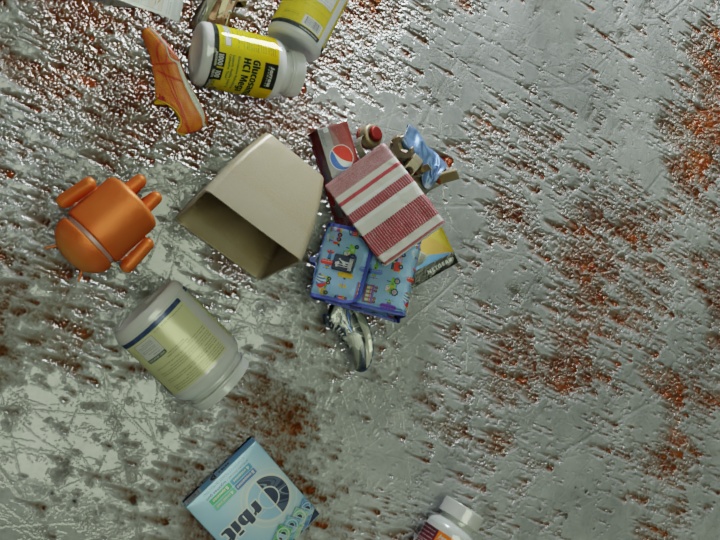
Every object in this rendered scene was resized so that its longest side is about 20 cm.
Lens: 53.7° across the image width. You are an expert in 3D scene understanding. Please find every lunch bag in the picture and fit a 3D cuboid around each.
[{"bbox_3d":[0.000,0.000,1.358,0.199,0.094,0.151,13,77,-2],"label":"lunch bag"}]

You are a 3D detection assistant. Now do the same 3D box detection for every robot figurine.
[{"bbox_3d":[-0.433,-0.078,1.209,0.200,0.116,0.144,-47,145,-17],"label":"robot figurine"}]

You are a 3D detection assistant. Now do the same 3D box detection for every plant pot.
[{"bbox_3d":[-0.182,-0.125,1.283,0.199,0.200,0.178,37,65,-18],"label":"plant pot"}]

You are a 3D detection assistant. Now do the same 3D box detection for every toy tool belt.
[{"bbox_3d":[0.098,-0.232,1.415,0.200,0.123,0.125,41,54,-27],"label":"toy tool belt"}]

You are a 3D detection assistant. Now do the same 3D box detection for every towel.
[{"bbox_3d":[0.045,-0.124,1.336,0.144,0.023,0.200,-36,76,-1],"label":"towel"}]

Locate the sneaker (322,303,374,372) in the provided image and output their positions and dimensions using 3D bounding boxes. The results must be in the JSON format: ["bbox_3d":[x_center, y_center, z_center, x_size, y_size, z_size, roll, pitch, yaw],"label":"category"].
[{"bbox_3d":[-0.033,0.105,1.405,0.085,0.077,0.201,-11,84,-18],"label":"sneaker"}]

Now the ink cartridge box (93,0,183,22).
[{"bbox_3d":[-0.410,-0.546,1.269,0.199,0.047,0.161,13,84,-28],"label":"ink cartridge box"}]

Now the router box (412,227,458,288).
[{"bbox_3d":[0.078,-0.035,1.444,0.199,0.051,0.150,-29,100,-11],"label":"router box"}]

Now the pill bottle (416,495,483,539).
[{"bbox_3d":[0.165,0.574,1.455,0.109,0.109,0.200,37,76,-18],"label":"pill bottle"}]

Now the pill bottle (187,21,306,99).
[{"bbox_3d":[-0.206,-0.379,1.307,0.199,0.112,0.113,4,87,-29],"label":"pill bottle"}]

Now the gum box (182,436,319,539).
[{"bbox_3d":[-0.202,0.446,1.335,0.170,0.045,0.200,-42,105,-19],"label":"gum box"}]

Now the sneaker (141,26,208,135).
[{"bbox_3d":[-0.347,-0.339,1.275,0.077,0.073,0.201,-26,95,-7],"label":"sneaker"}]

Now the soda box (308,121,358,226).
[{"bbox_3d":[-0.036,-0.186,1.406,0.070,0.063,0.201,-19,97,-20],"label":"soda box"}]

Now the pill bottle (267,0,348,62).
[{"bbox_3d":[-0.089,-0.512,1.364,0.112,0.112,0.201,30,78,-20],"label":"pill bottle"}]

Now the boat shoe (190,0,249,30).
[{"bbox_3d":[-0.241,-0.520,1.325,0.072,0.076,0.201,29,87,-24],"label":"boat shoe"}]

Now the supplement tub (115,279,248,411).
[{"bbox_3d":[-0.307,0.133,1.242,0.145,0.145,0.200,-46,106,-17],"label":"supplement tub"}]
